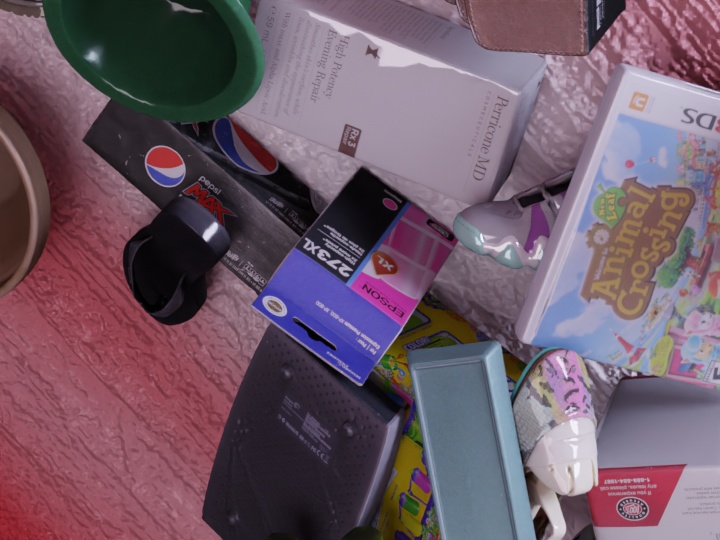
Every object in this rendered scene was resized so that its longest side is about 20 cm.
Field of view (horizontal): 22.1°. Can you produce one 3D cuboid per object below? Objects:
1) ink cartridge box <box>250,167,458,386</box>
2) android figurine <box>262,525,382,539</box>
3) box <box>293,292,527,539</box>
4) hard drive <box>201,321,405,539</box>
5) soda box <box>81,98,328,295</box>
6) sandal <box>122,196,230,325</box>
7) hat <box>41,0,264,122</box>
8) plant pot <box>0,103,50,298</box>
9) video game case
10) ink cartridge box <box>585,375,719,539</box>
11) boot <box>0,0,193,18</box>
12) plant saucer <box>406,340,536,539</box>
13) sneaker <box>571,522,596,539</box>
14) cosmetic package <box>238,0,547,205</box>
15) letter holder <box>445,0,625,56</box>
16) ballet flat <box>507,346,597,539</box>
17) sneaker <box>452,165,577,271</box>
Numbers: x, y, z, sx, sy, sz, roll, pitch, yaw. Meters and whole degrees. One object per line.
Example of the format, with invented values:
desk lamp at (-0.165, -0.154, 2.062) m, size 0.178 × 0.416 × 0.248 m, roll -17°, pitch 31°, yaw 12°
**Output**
ink cartridge box at (0.000, 0.000, 1.314) m, size 0.095 × 0.200 × 0.037 m, roll 36°, pitch 123°, yaw 0°
android figurine at (-0.007, 0.268, 1.324) m, size 0.182 × 0.041 × 0.200 m, roll -8°, pitch 123°, yaw 15°
box at (0.020, 0.135, 1.387) m, size 0.193 × 0.122 × 0.200 m, roll 37°, pitch 126°, yaw 27°
hard drive at (-0.040, 0.142, 1.331) m, size 0.135 × 0.042 × 0.200 m, roll 40°, pitch 129°, yaw 26°
soda box at (-0.109, -0.067, 1.405) m, size 0.200 × 0.063 × 0.071 m, roll 41°, pitch 123°, yaw -3°
sandal at (-0.152, -0.002, 1.417) m, size 0.076 × 0.043 × 0.200 m, roll 40°, pitch 156°, yaw 2°
hat at (-0.108, -0.228, 1.309) m, size 0.166 × 0.176 × 0.200 m, roll 42°, pitch 141°, yaw -22°
plant pot at (-0.325, -0.076, 1.469) m, size 0.200 × 0.093 × 0.201 m, roll 10°, pitch 119°, yaw 18°
video game case at (0.220, -0.023, 1.247) m, size 0.182 × 0.022 × 0.200 m, roll 14°, pitch 109°, yaw -17°
ink cartridge box at (0.261, 0.193, 1.340) m, size 0.145 × 0.145 × 0.200 m, roll -5°, pitch 113°, yaw 22°
boot at (-0.196, -0.287, 1.323) m, size 0.181 × 0.073 × 0.200 m, roll -4°, pitch 121°, yaw 9°
plant saucer at (0.078, 0.149, 1.247) m, size 0.070 × 0.019 × 0.201 m, roll -8°, pitch 96°, yaw 24°
sneaker at (0.135, 0.244, 1.382) m, size 0.112 × 0.200 × 0.073 m, roll -20°, pitch 87°, yaw 16°
cosmetic package at (0.021, -0.132, 1.315) m, size 0.200 × 0.074 × 0.102 m, roll 22°, pitch 122°, yaw 11°
letter holder at (0.092, -0.254, 1.208) m, size 0.142 × 0.101 × 0.200 m, roll 6°, pitch 118°, yaw 21°
ballet flat at (0.124, 0.148, 1.269) m, size 0.071 × 0.069 × 0.200 m, roll 53°, pitch 135°, yaw 43°
sneaker at (0.166, -0.072, 1.270) m, size 0.199 × 0.078 × 0.140 m, roll 1°, pitch 111°, yaw -13°
